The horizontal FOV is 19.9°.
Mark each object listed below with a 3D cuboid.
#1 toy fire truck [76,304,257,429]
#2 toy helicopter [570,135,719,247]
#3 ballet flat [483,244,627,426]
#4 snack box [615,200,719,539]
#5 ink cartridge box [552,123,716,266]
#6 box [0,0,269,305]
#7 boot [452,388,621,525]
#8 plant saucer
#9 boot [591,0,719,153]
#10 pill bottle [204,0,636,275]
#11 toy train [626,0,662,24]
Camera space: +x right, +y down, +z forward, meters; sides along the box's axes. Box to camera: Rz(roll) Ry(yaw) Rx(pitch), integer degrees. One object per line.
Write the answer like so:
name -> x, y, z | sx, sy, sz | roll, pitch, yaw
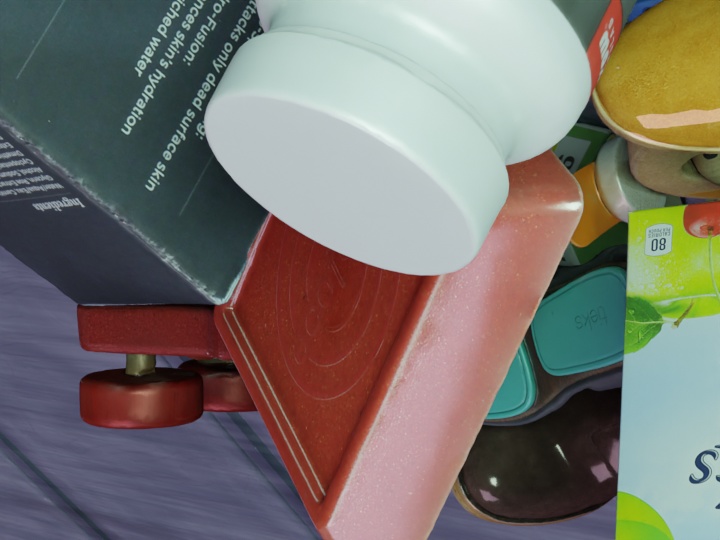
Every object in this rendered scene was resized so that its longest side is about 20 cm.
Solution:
toy fire truck -> -0.050, 0.025, 1.092 | 0.167, 0.113, 0.200 | 3, -175, 34
toy helicopter -> 0.150, -0.036, 0.809 | 0.132, 0.079, 0.200 | -15, 163, 14
ballet flat -> 0.091, 0.028, 0.901 | 0.073, 0.073, 0.200 | 36, 155, -19
snack box -> 0.189, 0.056, 0.680 | 0.199, 0.170, 0.068 | -6, 153, 26
ink cartridge box -> 0.078, -0.024, 0.970 | 0.199, 0.059, 0.104 | 15, 154, 29
box -> -0.106, -0.120, 0.794 | 0.200, 0.197, 0.117 | 41, 155, -29
boot -> 0.146, 0.051, 0.921 | 0.073, 0.199, 0.166 | 68, 160, 10
plant saucer -> 0.000, 0.000, 0.849 | 0.037, 0.200, 0.200 | 9, -151, -28
boot -> 0.159, -0.107, 0.612 | 0.200, 0.071, 0.144 | -14, 155, 7
pill bottle -> 0.035, -0.106, 0.659 | 0.115, 0.201, 0.116 | 23, 158, 10
toy train -> 0.079, -0.097, 0.853 | 0.046, 0.034, 0.200 | 50, 150, -22
